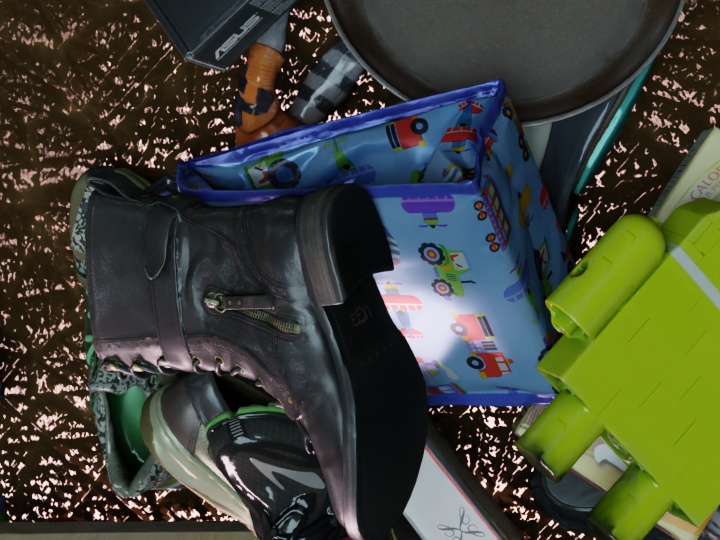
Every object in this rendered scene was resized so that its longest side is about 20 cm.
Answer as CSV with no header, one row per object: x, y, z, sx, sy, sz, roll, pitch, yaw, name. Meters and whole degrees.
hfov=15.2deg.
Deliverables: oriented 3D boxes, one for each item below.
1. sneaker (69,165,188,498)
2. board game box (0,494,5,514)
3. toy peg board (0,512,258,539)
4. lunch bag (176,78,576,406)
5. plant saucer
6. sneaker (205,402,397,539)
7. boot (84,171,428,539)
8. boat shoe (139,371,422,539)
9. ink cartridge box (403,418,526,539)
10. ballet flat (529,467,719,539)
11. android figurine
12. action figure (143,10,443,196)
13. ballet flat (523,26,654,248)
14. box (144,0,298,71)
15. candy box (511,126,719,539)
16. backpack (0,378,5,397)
-0.129,0.040,1.537,0.077,0.089,0.200,-8,102,12,sneaker
-0.313,0.207,1.635,0.200,0.045,0.152,3,105,9,board game box
-0.149,0.228,1.577,0.199,0.098,0.200,2,107,-25,toy peg board
0.000,0.000,1.426,0.200,0.094,0.151,-9,126,22,lunch bag
0.076,-0.169,1.443,0.200,0.032,0.200,0,77,1,plant saucer
-0.019,0.155,1.453,0.077,0.084,0.200,-21,114,24,sneaker
-0.061,0.042,1.390,0.174,0.069,0.200,-4,97,34,boot
-0.030,0.120,1.521,0.201,0.072,0.066,35,133,-20,boat shoe
0.069,0.159,1.485,0.044,0.174,0.200,-38,95,4,ink cartridge box
0.195,0.130,1.530,0.200,0.057,0.066,12,80,2,ballet flat
0.175,0.047,1.396,0.200,0.041,0.182,-45,114,-8,android figurine
-0.022,-0.043,1.507,0.200,0.105,0.194,29,115,-13,action figure
0.100,-0.050,1.485,0.073,0.073,0.200,22,109,4,ballet flat
-0.063,-0.242,1.438,0.200,0.048,0.193,-41,65,17,box
0.184,0.035,1.472,0.115,0.055,0.200,33,92,1,candy box
-0.317,0.052,1.516,0.183,0.200,0.147,-13,101,14,backpack
